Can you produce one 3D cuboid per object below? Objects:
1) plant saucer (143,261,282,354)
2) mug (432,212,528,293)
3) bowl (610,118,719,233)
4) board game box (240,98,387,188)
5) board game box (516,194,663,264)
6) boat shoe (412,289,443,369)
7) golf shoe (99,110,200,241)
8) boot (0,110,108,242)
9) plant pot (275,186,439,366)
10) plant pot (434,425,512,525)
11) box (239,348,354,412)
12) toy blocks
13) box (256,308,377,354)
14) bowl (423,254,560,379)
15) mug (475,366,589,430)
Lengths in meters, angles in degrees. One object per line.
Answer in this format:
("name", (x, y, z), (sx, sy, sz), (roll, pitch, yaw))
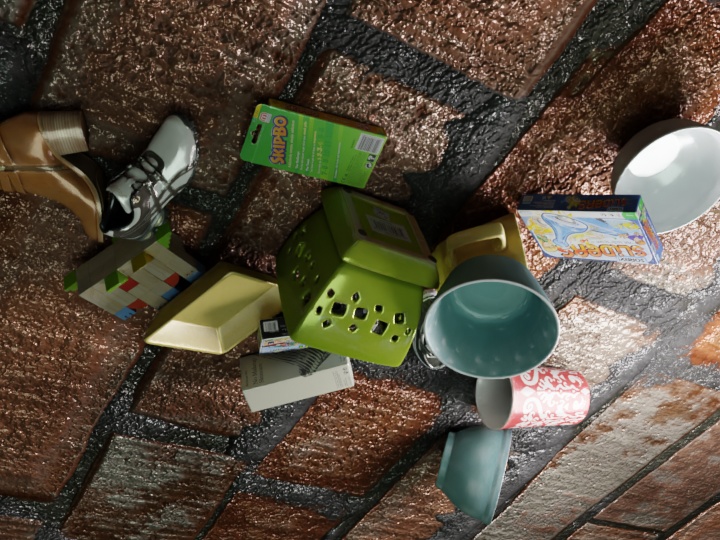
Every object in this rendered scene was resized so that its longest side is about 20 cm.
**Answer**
("plant saucer", (-0.222, 0.056, 1.265), (0.199, 0.049, 0.199), (-36, 154, 19))
("mug", (0.191, -0.018, 1.281), (0.150, 0.150, 0.189), (-13, 122, 11))
("bowl", (0.473, -0.162, 1.235), (0.197, 0.091, 0.204), (-6, 134, -7))
("board game box", (-0.068, -0.181, 1.130), (0.196, 0.030, 0.096), (9, 129, -25))
("board game box", (0.365, -0.067, 1.255), (0.197, 0.035, 0.136), (5, 149, 42))
("boat shoe", (0.130, 0.126, 1.435), (0.071, 0.072, 0.202), (-15, 135, 1))
("golf shoe", (-0.286, -0.121, 1.063), (0.202, 0.077, 0.094), (-60, 161, 21))
("boot", (-0.431, -0.117, 1.064), (0.152, 0.077, 0.203), (-10, 132, -6))
("plant pot", (0.000, 0.000, 1.204), (0.197, 0.201, 0.183), (17, 121, -27))
("plant pot", (0.235, 0.419, 1.674), (0.132, 0.202, 0.203), (15, 134, 10))
("box", (-0.115, 0.183, 1.424), (0.196, 0.083, 0.069), (-15, 136, -1))
("toy blocks", (-0.331, 0.008, 1.208), (0.198, 0.101, 0.137), (-32, 144, 11))
("box", (-0.077, 0.102, 1.348), (0.196, 0.035, 0.110), (-7, 162, -12))
("bowl", (0.195, 0.055, 1.182), (0.196, 0.106, 0.203), (4, 131, 5))
("mug", (0.339, 0.246, 1.590), (0.196, 0.177, 0.136), (5, 96, -23))
